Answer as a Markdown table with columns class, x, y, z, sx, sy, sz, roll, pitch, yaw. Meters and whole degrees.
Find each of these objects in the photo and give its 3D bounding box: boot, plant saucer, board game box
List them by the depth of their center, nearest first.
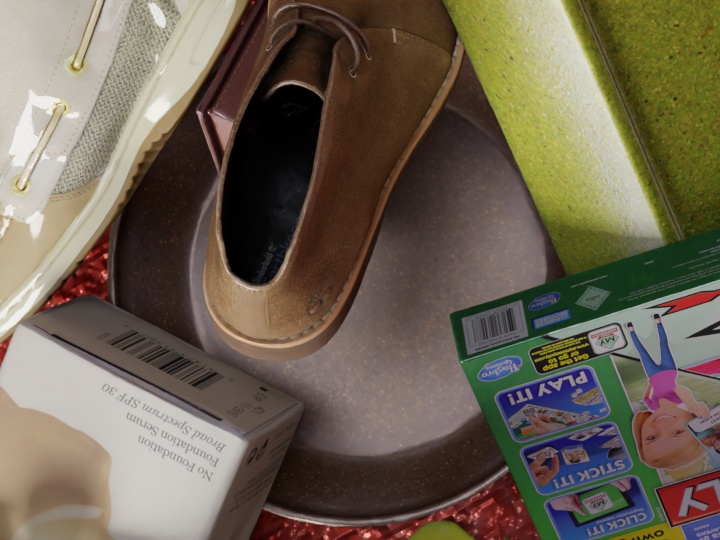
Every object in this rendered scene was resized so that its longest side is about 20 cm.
| class | x | y | z | sx | sy | sz | roll | pitch | yaw |
| --- | --- | --- | --- | --- | --- | --- | --- | --- | --- |
| boot | -0.007 | -0.072 | 0.862 | 0.073 | 0.075 | 0.201 | 13 | 71 | 8 |
| plant saucer | 0.143 | -0.091 | 0.892 | 0.200 | 0.048 | 0.200 | -29 | 122 | -3 |
| board game box | 0.148 | 0.039 | 0.921 | 0.199 | 0.135 | 0.029 | -18 | 40 | 10 |
| boot | -0.146 | -0.079 | 0.938 | 0.154 | 0.072 | 0.200 | 31 | 112 | -12 |
| plant saucer | 0.000 | 0.000 | 0.995 | 0.200 | 0.037 | 0.201 | -1 | 87 | 12 |

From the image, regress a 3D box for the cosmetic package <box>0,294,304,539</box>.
| class | x | y | z | sx | sy | sz | roll | pitch | yaw |
| --- | --- | --- | --- | --- | --- | --- | --- | --- | --- |
| cosmetic package | -0.110 | 0.122 | 0.968 | 0.105 | 0.071 | 0.200 | 25 | 105 | 12 |

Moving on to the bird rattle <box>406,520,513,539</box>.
| class | x | y | z | sx | sy | sz | roll | pitch | yaw |
| --- | --- | --- | --- | --- | --- | --- | --- | --- | --- |
| bird rattle | 0.017 | 0.158 | 0.897 | 0.163 | 0.200 | 0.113 | 29 | 97 | -12 |

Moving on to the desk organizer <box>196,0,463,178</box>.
| class | x | y | z | sx | sy | sz | roll | pitch | yaw |
| --- | --- | --- | --- | --- | --- | --- | --- | --- | --- |
| desk organizer | 0.021 | -0.116 | 0.950 | 0.077 | 0.072 | 0.200 | 24 | 74 | 12 |
